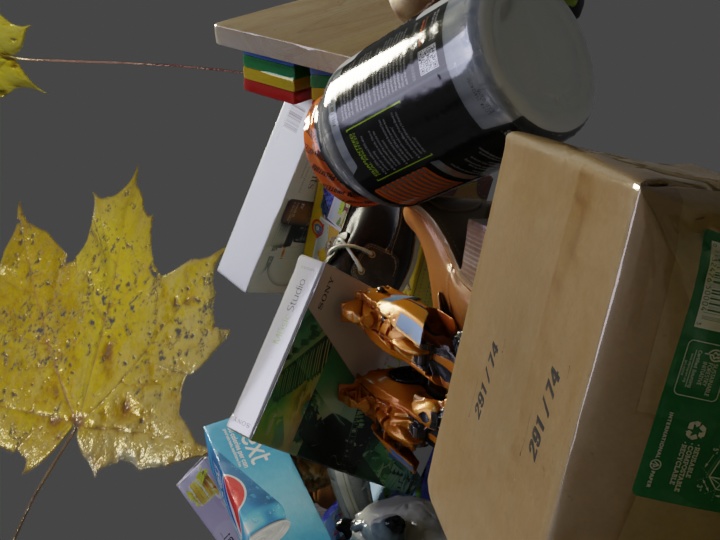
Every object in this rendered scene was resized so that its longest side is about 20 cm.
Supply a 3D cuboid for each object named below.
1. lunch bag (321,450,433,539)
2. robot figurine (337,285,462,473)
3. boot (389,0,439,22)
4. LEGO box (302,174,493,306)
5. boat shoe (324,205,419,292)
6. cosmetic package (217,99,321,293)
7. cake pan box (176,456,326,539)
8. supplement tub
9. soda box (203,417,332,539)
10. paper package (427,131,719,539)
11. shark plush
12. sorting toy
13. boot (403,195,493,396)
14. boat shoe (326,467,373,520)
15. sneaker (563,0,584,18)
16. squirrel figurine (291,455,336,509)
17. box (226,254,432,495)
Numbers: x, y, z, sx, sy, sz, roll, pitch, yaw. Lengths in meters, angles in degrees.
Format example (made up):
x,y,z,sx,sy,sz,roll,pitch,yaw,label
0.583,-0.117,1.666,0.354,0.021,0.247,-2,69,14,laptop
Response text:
x,y,z,sx,sy,sz,roll,pitch,yaw,label
0.025,0.244,0.936,0.151,0.094,0.200,-87,19,-56,lunch bag
0.055,0.091,0.706,0.200,0.058,0.146,32,126,54,robot figurine
0.103,-0.302,0.772,0.200,0.066,0.175,-39,24,48,boot
0.026,-0.029,0.982,0.149,0.077,0.201,35,124,35,LEGO box
0.000,0.000,0.870,0.068,0.072,0.201,31,-105,-63,boat shoe
-0.044,-0.073,1.037,0.151,0.052,0.201,1,-63,-54,cosmetic package
-0.084,0.278,1.096,0.052,0.184,0.200,-43,-19,11,cake pan box
0.055,-0.119,0.724,0.200,0.122,0.123,-20,55,47,supplement tub
-0.085,0.219,0.942,0.200,0.068,0.064,-127,27,-51,soda box
0.110,0.053,0.438,0.191,0.103,0.201,-116,37,-75,paper package
0.022,0.228,0.806,0.200,0.091,0.084,-20,85,46,shark plush
0.007,-0.198,0.934,0.200,0.198,0.070,-28,-52,-41,sorting toy
0.078,0.025,0.797,0.200,0.076,0.156,-147,60,-61,boot
-0.005,0.128,0.920,0.074,0.065,0.203,97,166,-71,boat shoe
0.123,-0.201,0.786,0.200,0.071,0.083,156,123,-81,sneaker
-0.035,0.173,1.083,0.200,0.141,0.187,-7,-78,-61,squirrel figurine
0.000,0.091,0.823,0.036,0.200,0.145,15,81,48,box
